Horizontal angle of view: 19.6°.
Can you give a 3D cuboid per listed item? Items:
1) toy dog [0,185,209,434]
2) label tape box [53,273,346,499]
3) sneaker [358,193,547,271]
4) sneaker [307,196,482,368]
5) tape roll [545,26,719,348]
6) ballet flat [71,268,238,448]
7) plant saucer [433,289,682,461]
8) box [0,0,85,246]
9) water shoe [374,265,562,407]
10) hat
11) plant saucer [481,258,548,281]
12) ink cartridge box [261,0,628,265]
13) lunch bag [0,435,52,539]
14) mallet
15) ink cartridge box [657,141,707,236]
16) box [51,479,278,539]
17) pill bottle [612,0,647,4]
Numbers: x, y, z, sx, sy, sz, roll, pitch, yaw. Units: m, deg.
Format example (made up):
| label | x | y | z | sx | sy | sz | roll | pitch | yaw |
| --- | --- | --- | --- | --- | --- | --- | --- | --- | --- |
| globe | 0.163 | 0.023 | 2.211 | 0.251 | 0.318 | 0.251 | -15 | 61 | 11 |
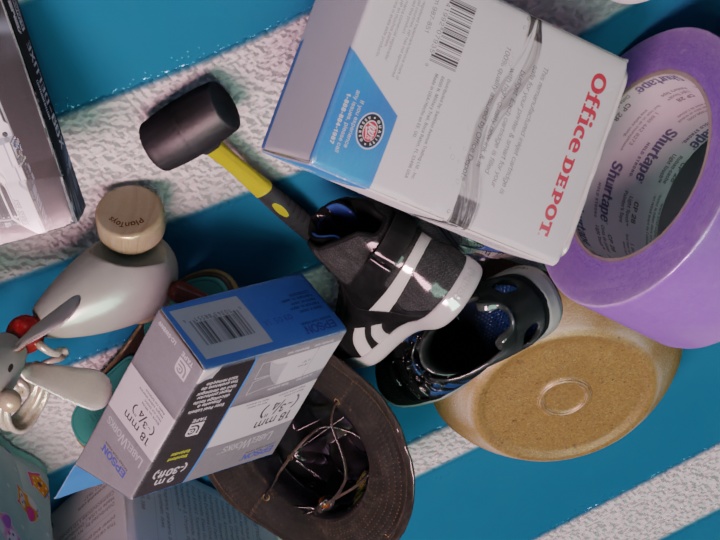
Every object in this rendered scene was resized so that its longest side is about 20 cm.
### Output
| label | x | y | z | sx | sy | sz | roll | pitch | yaw |
| --- | --- | --- | --- | --- | --- | --- | --- | --- | --- |
| toy dog | -0.182 | 0.040 | 1.441 | 0.201 | 0.096 | 0.132 | -54 | 152 | -11 |
| label tape box | -0.114 | 0.103 | 1.484 | 0.144 | 0.063 | 0.201 | -14 | 145 | -46 |
| sneaker | 0.083 | -0.044 | 1.490 | 0.199 | 0.077 | 0.085 | 29 | 133 | -24 |
| sneaker | 0.000 | 0.000 | 1.492 | 0.112 | 0.073 | 0.200 | 38 | 153 | -11 |
| tape roll | 0.216 | -0.055 | 1.402 | 0.085 | 0.201 | 0.200 | 23 | 126 | -31 |
| ballet flat | -0.142 | 0.065 | 1.561 | 0.200 | 0.069 | 0.063 | -42 | 155 | 30 |
| plant saucer | 0.153 | 0.085 | 1.593 | 0.198 | 0.036 | 0.201 | -5 | 134 | -5 |
| box | -0.295 | -0.081 | 1.338 | 0.198 | 0.050 | 0.159 | -15 | 105 | 4 |
| water shoe | 0.058 | 0.051 | 1.509 | 0.079 | 0.072 | 0.200 | -23 | 171 | -43 |
| hat | -0.028 | 0.122 | 1.589 | 0.199 | 0.081 | 0.202 | 15 | 121 | 27 |
| plant saucer | 0.170 | 0.045 | 1.608 | 0.198 | 0.037 | 0.201 | -5 | 134 | -5 |
| ink cartridge box | 0.057 | -0.106 | 1.359 | 0.199 | 0.084 | 0.146 | 21 | 88 | -28 |
| lunch bag | -0.338 | 0.232 | 1.595 | 0.199 | 0.171 | 0.122 | -29 | 134 | 13 |
| mallet | -0.065 | -0.065 | 1.458 | 0.066 | 0.041 | 0.199 | -35 | 134 | 26 |
| ink cartridge box | 0.327 | -0.030 | 1.531 | 0.199 | 0.085 | 0.146 | 21 | 127 | -27 |
| box | -0.179 | 0.292 | 1.666 | 0.171 | 0.201 | 0.199 | 31 | 121 | -31 |
| pill bottle | 0.117 | -0.254 | 1.253 | 0.199 | 0.112 | 0.111 | 29 | 123 | -32 |
